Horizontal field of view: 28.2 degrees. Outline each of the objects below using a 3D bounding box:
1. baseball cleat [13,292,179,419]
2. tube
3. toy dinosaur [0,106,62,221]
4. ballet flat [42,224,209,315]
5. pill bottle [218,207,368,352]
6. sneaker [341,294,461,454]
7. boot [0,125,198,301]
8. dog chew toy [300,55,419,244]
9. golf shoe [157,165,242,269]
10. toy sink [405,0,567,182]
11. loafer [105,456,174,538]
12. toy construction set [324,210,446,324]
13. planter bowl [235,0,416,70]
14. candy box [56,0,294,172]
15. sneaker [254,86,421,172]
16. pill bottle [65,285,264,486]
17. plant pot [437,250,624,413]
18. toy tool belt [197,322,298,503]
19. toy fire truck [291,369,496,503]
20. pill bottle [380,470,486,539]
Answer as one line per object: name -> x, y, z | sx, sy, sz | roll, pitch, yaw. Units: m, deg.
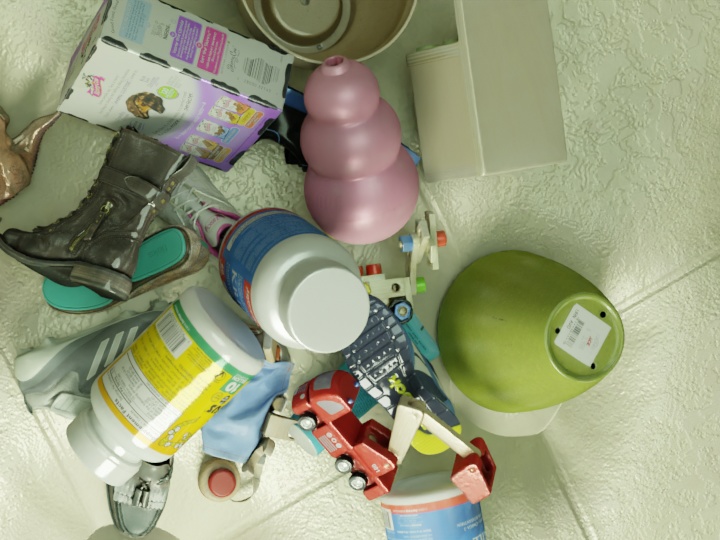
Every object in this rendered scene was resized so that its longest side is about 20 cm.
baseball cleat -> -0.265, 0.100, 1.528 | 0.198, 0.070, 0.108 | -18, 87, -3
tube -> 0.003, 0.124, 1.607 | 0.200, 0.050, 0.078 | -41, 105, -20
toy dinosaur -> -0.389, -0.092, 1.494 | 0.199, 0.085, 0.137 | -34, 109, -28
ballet flat -> -0.244, 0.005, 1.520 | 0.198, 0.067, 0.069 | -15, 79, 25
pill bottle -> -0.064, 0.011, 1.417 | 0.111, 0.200, 0.114 | -5, 105, -19
sneaker -> 0.037, 0.107, 1.559 | 0.073, 0.082, 0.201 | -28, 111, 8
boot -> -0.272, -0.069, 1.486 | 0.198, 0.069, 0.176 | 16, 78, 28
dog chew toy -> -0.008, -0.128, 1.483 | 0.123, 0.125, 0.202 | -23, 127, -13
golf shoe -> -0.174, -0.068, 1.539 | 0.199, 0.091, 0.076 | 39, 83, -9
toy sink -> 0.135, -0.207, 1.589 | 0.129, 0.111, 0.203 | -13, 96, -36
loafer -> -0.230, 0.190, 1.539 | 0.071, 0.063, 0.203 | 10, 88, -15
toy construction set -> 0.000, 0.000, 1.580 | 0.197, 0.092, 0.133 | -9, 87, 2
planter bowl -> -0.049, -0.303, 1.542 | 0.198, 0.135, 0.203 | 2, 83, -14
candy box -> -0.193, -0.193, 1.477 | 0.198, 0.168, 0.072 | 20, 64, -20
sneaker -> -0.033, -0.139, 1.591 | 0.198, 0.070, 0.079 | 24, 98, -13
pill bottle -> -0.201, 0.121, 1.454 | 0.200, 0.113, 0.113 | -44, 100, 8
plant pot -> 0.203, 0.071, 1.572 | 0.185, 0.200, 0.190 | 0, 90, -16
toy tool belt -> -0.129, 0.156, 1.533 | 0.123, 0.123, 0.203 | 14, 87, -13
toy fire truck -> 0.036, 0.176, 1.515 | 0.140, 0.049, 0.201 | -29, 110, 28
pill bottle -> 0.092, 0.334, 1.595 | 0.111, 0.112, 0.203 | -12, 94, -13
